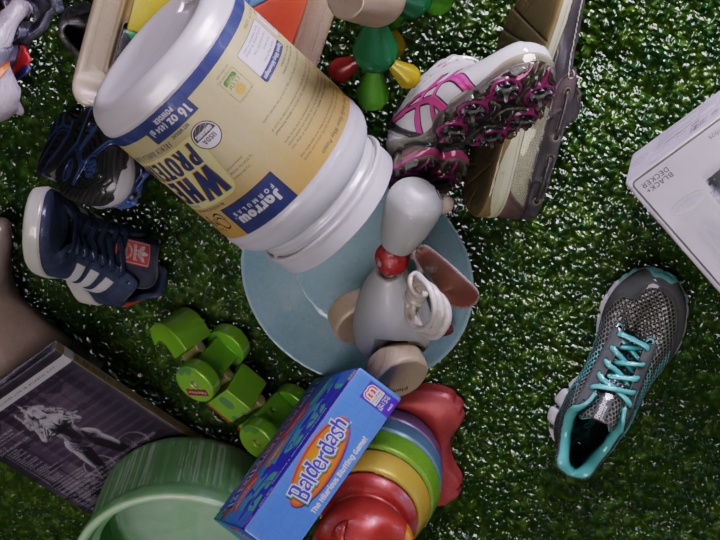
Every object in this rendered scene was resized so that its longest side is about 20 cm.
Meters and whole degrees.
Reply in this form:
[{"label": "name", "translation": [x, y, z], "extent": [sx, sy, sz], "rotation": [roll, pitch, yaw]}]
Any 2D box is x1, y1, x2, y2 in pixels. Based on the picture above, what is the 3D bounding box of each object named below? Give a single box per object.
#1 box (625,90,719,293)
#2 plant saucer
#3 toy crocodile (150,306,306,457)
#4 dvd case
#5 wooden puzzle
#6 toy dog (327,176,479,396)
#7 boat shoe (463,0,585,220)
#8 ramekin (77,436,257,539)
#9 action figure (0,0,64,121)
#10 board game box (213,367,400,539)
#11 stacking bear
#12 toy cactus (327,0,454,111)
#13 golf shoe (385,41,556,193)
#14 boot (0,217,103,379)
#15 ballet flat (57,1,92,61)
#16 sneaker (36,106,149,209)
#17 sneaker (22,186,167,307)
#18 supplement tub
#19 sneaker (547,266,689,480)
[{"label": "box", "translation": [0.314, -0.038, 1.333], "extent": [0.117, 0.060, 0.200], "rotation": [-39, 101, 27]}, {"label": "plant saucer", "translation": [0.000, 0.000, 1.445], "extent": [0.200, 0.039, 0.202], "rotation": [6, 118, 11]}, {"label": "toy crocodile", "translation": [-0.105, 0.112, 1.513], "extent": [0.200, 0.068, 0.062], "rotation": [44, 139, -7]}, {"label": "dvd case", "translation": [-0.252, 0.151, 1.555], "extent": [0.149, 0.016, 0.200], "rotation": [-33, 128, 26]}, {"label": "wooden puzzle", "translation": [-0.117, -0.198, 1.345], "extent": [0.184, 0.037, 0.201], "rotation": [15, 114, -10]}, {"label": "toy dog", "translation": [0.048, 0.013, 1.360], "extent": [0.200, 0.096, 0.132], "rotation": [-52, 55, 57]}, {"label": "boat shoe", "translation": [0.138, -0.133, 1.332], "extent": [0.066, 0.072, 0.201], "rotation": [9, 108, -26]}, {"label": "ramekin", "translation": [-0.154, 0.246, 1.554], "extent": [0.199, 0.098, 0.201], "rotation": [2, 125, 3]}, {"label": "action figure", "translation": [-0.355, -0.191, 1.408], "extent": [0.200, 0.105, 0.194], "rotation": [-40, 91, 25]}, {"label": "board game box", "translation": [-0.047, 0.155, 1.379], "extent": [0.045, 0.200, 0.152], "rotation": [37, 78, -5]}, {"label": "stacking bear", "translation": [0.015, 0.193, 1.444], "extent": [0.113, 0.200, 0.122], "rotation": [6, 117, 12]}, {"label": "toy cactus", "translation": [0.023, -0.212, 1.272], "extent": [0.102, 0.165, 0.200], "rotation": [41, 115, 15]}, {"label": "golf shoe", "translation": [0.075, -0.132, 1.298], "extent": [0.072, 0.092, 0.200], "rotation": [8, 156, -29]}, {"label": "boot", "translation": [-0.301, 0.059, 1.543], "extent": [0.146, 0.070, 0.200], "rotation": [27, 120, -7]}, {"label": "ballet flat", "translation": [-0.176, -0.137, 1.411], "extent": [0.200, 0.057, 0.066], "rotation": [44, 116, -9]}, {"label": "sneaker", "translation": [-0.203, -0.087, 1.382], "extent": [0.077, 0.200, 0.076], "rotation": [23, 95, -22]}, {"label": "sneaker", "translation": [-0.214, -0.019, 1.422], "extent": [0.084, 0.200, 0.075], "rotation": [4, 78, 12]}, {"label": "supplement tub", "translation": [-0.086, -0.106, 1.300], "extent": [0.144, 0.145, 0.200], "rotation": [-37, 115, 27]}, {"label": "sneaker", "translation": [0.212, 0.092, 1.406], "extent": [0.077, 0.091, 0.200], "rotation": [21, 119, 2]}]
